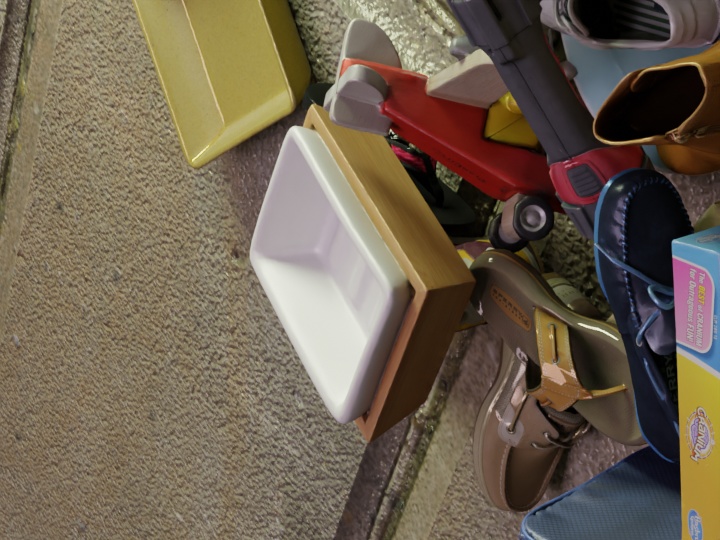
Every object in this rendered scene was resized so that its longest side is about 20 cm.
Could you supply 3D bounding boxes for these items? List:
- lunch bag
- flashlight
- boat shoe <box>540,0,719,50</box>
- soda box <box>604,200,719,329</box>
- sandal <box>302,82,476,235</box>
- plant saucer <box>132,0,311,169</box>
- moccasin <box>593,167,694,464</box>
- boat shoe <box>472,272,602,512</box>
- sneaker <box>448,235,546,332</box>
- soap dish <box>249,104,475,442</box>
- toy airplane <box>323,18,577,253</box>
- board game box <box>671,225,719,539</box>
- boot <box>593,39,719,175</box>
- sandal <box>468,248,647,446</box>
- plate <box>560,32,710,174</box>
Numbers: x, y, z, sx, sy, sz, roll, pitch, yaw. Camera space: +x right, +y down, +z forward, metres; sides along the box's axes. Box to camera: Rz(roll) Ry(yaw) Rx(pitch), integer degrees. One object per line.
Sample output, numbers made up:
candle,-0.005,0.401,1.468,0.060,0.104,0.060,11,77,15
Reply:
lunch bag,0.195,0.219,1.480,0.136,0.200,0.132,23,126,44
flashlight,0.122,-0.113,1.404,0.068,0.068,0.200,20,148,58
boat shoe,0.157,-0.180,1.434,0.200,0.067,0.074,13,114,53
soda box,0.225,0.027,1.474,0.068,0.064,0.200,61,146,19
sandal,0.021,-0.096,1.720,0.200,0.075,0.045,50,129,36
plant saucer,-0.115,-0.207,1.890,0.200,0.048,0.200,-24,84,56
moccasin,0.203,0.031,1.389,0.068,0.080,0.200,32,144,63
boat shoe,0.135,0.102,1.638,0.065,0.072,0.200,39,128,43
sneaker,0.052,0.014,1.701,0.200,0.090,0.075,-17,90,57
soap dish,0.000,0.000,1.619,0.200,0.081,0.157,59,143,37
toy airplane,0.075,-0.120,1.550,0.200,0.141,0.199,22,164,39
board game box,0.260,0.062,1.356,0.040,0.153,0.200,18,119,50
boot,0.193,-0.098,1.345,0.201,0.144,0.071,-37,73,58
sandal,0.131,0.057,1.517,0.200,0.054,0.080,41,137,35
plate,0.203,-0.163,1.458,0.200,0.026,0.200,31,129,47
